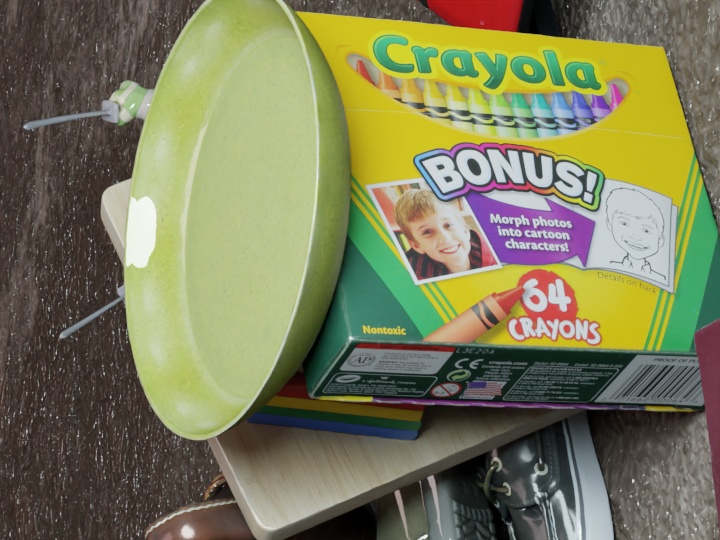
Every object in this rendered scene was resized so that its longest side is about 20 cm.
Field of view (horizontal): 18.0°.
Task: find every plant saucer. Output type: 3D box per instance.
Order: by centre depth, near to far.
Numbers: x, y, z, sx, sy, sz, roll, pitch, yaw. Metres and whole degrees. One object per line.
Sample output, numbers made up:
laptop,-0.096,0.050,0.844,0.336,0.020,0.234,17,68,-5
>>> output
plant saucer,-0.052,-0.025,1.000,0.200,0.031,0.202,-25,62,58

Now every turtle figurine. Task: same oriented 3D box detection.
turtle figurine,-0.158,-0.055,1.642,0.144,0.199,0.194,56,177,6

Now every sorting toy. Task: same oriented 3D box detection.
sorting toy,0.000,0.000,1.114,0.201,0.198,0.070,62,162,22

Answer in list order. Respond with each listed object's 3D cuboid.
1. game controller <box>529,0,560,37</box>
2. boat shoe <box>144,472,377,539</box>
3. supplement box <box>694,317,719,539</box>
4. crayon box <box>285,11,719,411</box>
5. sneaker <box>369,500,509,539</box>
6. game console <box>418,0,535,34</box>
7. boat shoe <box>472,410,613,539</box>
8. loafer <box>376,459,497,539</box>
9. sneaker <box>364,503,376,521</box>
game controller,0.079,-0.109,1.215,0.105,0.042,0.201,121,145,-51
boat shoe,-0.051,0.133,1.159,0.070,0.200,0.071,-23,71,20
supplement box,0.203,0.049,0.855,0.200,0.060,0.110,142,127,-62
crayon box,0.062,-0.026,1.033,0.058,0.198,0.174,125,141,-51
sneaker,0.048,0.152,1.235,0.091,0.075,0.202,-41,52,53
game console,0.070,-0.241,1.130,0.172,0.118,0.201,40,137,33
boat shoe,0.084,0.092,1.162,0.069,0.056,0.202,135,133,-60
loafer,0.022,0.088,1.185,0.069,0.075,0.202,-17,62,22
sneaker,-0.031,0.088,1.429,0.140,0.077,0.202,180,92,-68
